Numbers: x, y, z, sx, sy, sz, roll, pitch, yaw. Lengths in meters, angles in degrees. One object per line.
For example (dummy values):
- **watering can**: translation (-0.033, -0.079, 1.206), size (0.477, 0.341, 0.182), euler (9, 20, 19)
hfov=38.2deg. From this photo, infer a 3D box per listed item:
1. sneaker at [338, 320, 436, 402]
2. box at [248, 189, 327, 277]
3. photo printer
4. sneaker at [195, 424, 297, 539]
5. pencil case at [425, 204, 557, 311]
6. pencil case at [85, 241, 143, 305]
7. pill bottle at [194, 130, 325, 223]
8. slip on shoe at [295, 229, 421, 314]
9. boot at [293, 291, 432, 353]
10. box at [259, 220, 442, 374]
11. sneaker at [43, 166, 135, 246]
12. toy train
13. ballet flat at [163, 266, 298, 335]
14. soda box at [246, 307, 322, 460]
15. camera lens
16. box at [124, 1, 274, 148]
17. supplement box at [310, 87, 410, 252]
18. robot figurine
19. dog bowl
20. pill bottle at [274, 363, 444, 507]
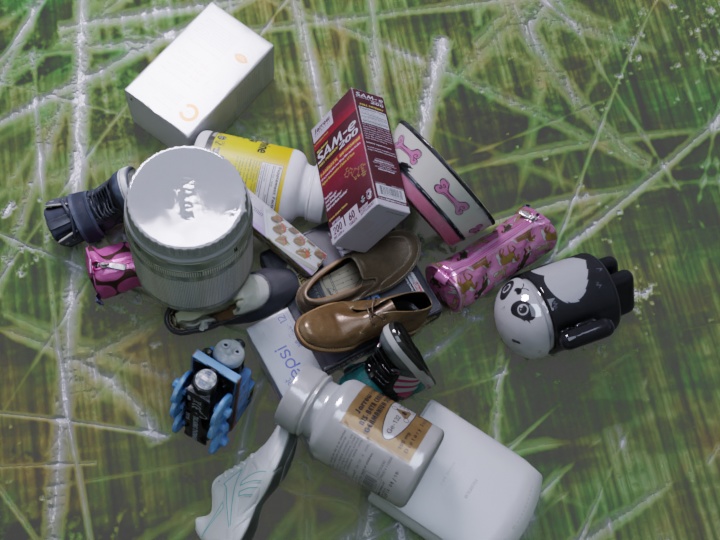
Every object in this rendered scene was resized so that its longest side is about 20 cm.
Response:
- **sneaker**: translation (0.025, 0.137, 1.396), size (0.121, 0.200, 0.084), euler (-29, 64, 2)
- **box**: translation (-0.136, -0.067, 1.448), size (0.200, 0.041, 0.039), euler (40, 73, -11)
- **photo printer**: translation (0.135, 0.295, 1.403), size (0.200, 0.069, 0.166), euler (33, 72, 8)
- **sneaker**: translation (-0.152, 0.281, 1.377), size (0.080, 0.070, 0.200), euler (28, 84, 16)
- **pencil case**: translation (0.188, -0.018, 1.501), size (0.200, 0.083, 0.087), euler (-32, 114, -20)
- **pencil case**: translation (-0.286, -0.017, 1.474), size (0.200, 0.094, 0.091), euler (-15, 73, -10)
- **pill bottle**: translation (-0.145, -0.130, 1.514), size (0.200, 0.112, 0.113), euler (12, 70, 0)
- **slip on shoe**: translation (0.000, 0.000, 1.454), size (0.200, 0.061, 0.076), euler (-26, 75, -12)
- **boot**: translation (0.006, 0.060, 1.392), size (0.200, 0.075, 0.074), euler (-9, 66, -30)
- **box**: translation (-0.015, 0.023, 1.504), size (0.198, 0.050, 0.200), euler (-26, 75, -11)
- **sneaker**: translation (-0.368, -0.085, 1.440), size (0.146, 0.202, 0.077), euler (-17, 88, -9)
- **toy train**: translation (-0.192, 0.160, 1.365), size (0.087, 0.200, 0.114), euler (28, 60, 7)
- **ballet flat**: translation (-0.184, 0.045, 1.445), size (0.200, 0.073, 0.073), euler (-18, 72, 7)
- **soda box**: translation (-0.084, 0.157, 1.441), size (0.068, 0.063, 0.200), euler (-28, 75, -13)
- **camera lens**: translation (-0.218, -0.049, 1.336), size (0.160, 0.200, 0.160), euler (2, 66, -5)
- **box**: translation (-0.239, -0.282, 1.570), size (0.124, 0.097, 0.200), euler (37, 71, 9)
- **supplement box**: translation (-0.003, -0.139, 1.436), size (0.061, 0.109, 0.200), euler (13, 52, -35)
- **robot figurine**: translation (0.287, 0.047, 1.473), size (0.200, 0.150, 0.125), euler (-19, 86, -11)
- **dog bowl**: translation (0.101, -0.118, 1.492), size (0.074, 0.200, 0.200), euler (-41, 77, 4)
- **pill bottle**: translation (-0.004, 0.206, 1.333), size (0.200, 0.114, 0.114), euler (29, 71, 10)
